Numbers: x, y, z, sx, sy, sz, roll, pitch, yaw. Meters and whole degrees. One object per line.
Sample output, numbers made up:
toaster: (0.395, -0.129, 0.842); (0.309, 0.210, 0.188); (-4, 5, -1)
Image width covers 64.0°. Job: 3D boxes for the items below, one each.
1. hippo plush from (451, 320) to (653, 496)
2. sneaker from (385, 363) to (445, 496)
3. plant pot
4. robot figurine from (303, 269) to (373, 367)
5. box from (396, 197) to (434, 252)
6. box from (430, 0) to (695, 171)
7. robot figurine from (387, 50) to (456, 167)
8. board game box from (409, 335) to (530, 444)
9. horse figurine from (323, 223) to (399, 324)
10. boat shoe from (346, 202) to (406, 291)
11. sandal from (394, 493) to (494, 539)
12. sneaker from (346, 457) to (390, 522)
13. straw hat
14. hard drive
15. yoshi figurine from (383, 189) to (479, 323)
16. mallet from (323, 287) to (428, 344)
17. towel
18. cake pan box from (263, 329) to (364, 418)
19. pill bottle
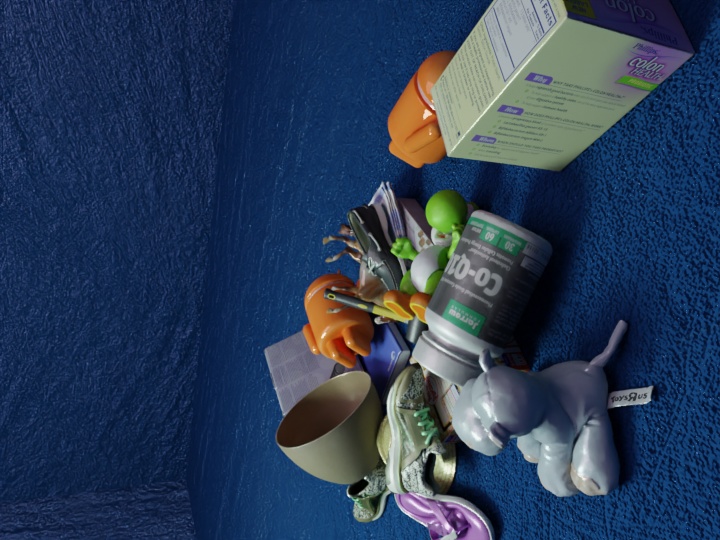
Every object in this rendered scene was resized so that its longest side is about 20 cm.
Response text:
hippo plush: (0.193, 0.169, 0.630); (0.200, 0.158, 0.162); (129, 136, -52)
sneaker: (0.093, 0.241, 0.857); (0.087, 0.076, 0.205); (5, 98, 39)
plant pot: (-0.035, 0.298, 1.032); (0.136, 0.199, 0.199); (59, 158, -13)
robot figurine: (-0.042, 0.088, 1.120); (0.202, 0.114, 0.146); (-115, 31, -43)
box: (0.109, -0.056, 0.965); (0.201, 0.041, 0.039); (-120, 40, -48)
box: (0.202, -0.211, 0.617); (0.200, 0.172, 0.099); (133, 133, -54)
robot figurine: (0.115, -0.244, 0.878); (0.118, 0.142, 0.200); (58, 144, 14)
board game box: (0.151, 0.139, 0.854); (0.202, 0.045, 0.153); (117, 145, -42)
horse figurine: (0.000, 0.000, 1.045); (0.050, 0.129, 0.204); (78, -172, -72)
boat shoe: (0.029, -0.026, 0.985); (0.076, 0.059, 0.202); (100, 154, -52)
sandal: (0.116, 0.379, 0.868); (0.201, 0.049, 0.084); (-5, 106, 53)
sneaker: (0.007, 0.415, 1.095); (0.078, 0.087, 0.202); (-115, 36, -43)
straw hat: (0.073, 0.284, 0.966); (0.200, 0.083, 0.206); (171, 100, -64)
hard drive: (0.031, 0.141, 1.136); (0.201, 0.025, 0.134); (-120, 40, -49)
yoshi figurine: (0.104, -0.034, 0.823); (0.202, 0.111, 0.112); (-60, -6, -20)
mallet: (0.029, 0.077, 0.990); (0.041, 0.196, 0.067); (-43, -40, -67)
towel: (0.053, -0.042, 1.044); (0.147, 0.023, 0.204); (132, 125, -71)
cake pan box: (-0.096, 0.199, 1.204); (0.201, 0.181, 0.053); (59, 172, 48)
pill bottle: (0.149, 0.038, 0.725); (0.203, 0.112, 0.113); (-65, 29, 4)
